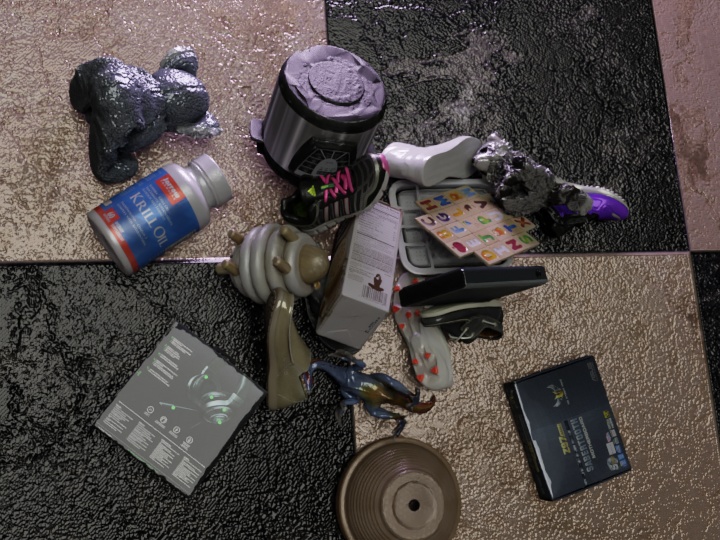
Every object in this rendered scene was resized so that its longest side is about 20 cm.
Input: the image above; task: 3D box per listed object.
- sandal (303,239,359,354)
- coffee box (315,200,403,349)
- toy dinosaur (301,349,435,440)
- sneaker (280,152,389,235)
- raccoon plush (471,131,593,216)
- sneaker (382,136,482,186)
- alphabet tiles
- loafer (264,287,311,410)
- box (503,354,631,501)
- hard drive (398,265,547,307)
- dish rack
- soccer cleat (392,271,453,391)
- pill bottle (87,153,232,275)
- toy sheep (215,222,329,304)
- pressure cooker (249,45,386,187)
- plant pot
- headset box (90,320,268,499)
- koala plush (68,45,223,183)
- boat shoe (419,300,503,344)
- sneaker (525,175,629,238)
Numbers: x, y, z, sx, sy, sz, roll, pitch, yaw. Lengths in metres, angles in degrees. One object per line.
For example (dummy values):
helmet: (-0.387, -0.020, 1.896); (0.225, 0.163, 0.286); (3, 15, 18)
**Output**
sandal: (-0.056, 0.043, 1.326); (0.075, 0.048, 0.202); (-26, 85, -19)
coffee box: (0.000, 0.000, 1.279); (0.079, 0.115, 0.201); (21, 49, -13)
toy dinosaur: (-0.004, 0.192, 1.307); (0.180, 0.200, 0.106); (24, 85, 28)
sneaker: (-0.045, -0.115, 1.240); (0.087, 0.199, 0.074); (10, 60, -46)
raccoon plush: (0.278, -0.151, 1.408); (0.199, 0.134, 0.097); (25, 116, -25)
sneaker: (0.116, -0.194, 1.410); (0.199, 0.115, 0.074); (-19, 119, -49)
alphabet tiles: (0.186, -0.075, 1.331); (0.199, 0.006, 0.166); (-20, 53, -40)
loafer: (-0.107, 0.115, 1.237); (0.068, 0.076, 0.202); (-1, 119, -10)
box: (0.341, 0.258, 1.379); (0.156, 0.051, 0.202); (-15, 82, -16)
hard drive: (0.176, 0.024, 1.303); (0.199, 0.139, 0.033); (-1, 77, -42)
dish rack: (0.146, -0.068, 1.395); (0.198, 0.044, 0.173); (-3, 67, -15)
soccer cleat: (0.102, 0.099, 1.352); (0.069, 0.077, 0.202); (-24, 65, 24)
pill bottle: (-0.297, -0.091, 1.260); (0.199, 0.112, 0.113); (-37, 88, -19)
toy sheep: (-0.136, -0.010, 1.269); (0.198, 0.138, 0.139); (2, 73, 26)
pressure cooker: (-0.063, -0.224, 1.309); (0.176, 0.200, 0.178); (43, 51, 10)
plant pot: (0.068, 0.353, 1.267); (0.199, 0.093, 0.203); (4, 76, -14)
headset box: (-0.256, 0.197, 1.216); (0.174, 0.093, 0.201); (37, 71, -4)
koala plush: (-0.316, -0.251, 1.272); (0.199, 0.184, 0.179); (-15, 82, -29)
boat shoe: (0.167, 0.083, 1.326); (0.199, 0.071, 0.068); (3, 81, -50)
sneaker: (0.366, -0.100, 1.460); (0.198, 0.070, 0.100); (15, 77, -3)
